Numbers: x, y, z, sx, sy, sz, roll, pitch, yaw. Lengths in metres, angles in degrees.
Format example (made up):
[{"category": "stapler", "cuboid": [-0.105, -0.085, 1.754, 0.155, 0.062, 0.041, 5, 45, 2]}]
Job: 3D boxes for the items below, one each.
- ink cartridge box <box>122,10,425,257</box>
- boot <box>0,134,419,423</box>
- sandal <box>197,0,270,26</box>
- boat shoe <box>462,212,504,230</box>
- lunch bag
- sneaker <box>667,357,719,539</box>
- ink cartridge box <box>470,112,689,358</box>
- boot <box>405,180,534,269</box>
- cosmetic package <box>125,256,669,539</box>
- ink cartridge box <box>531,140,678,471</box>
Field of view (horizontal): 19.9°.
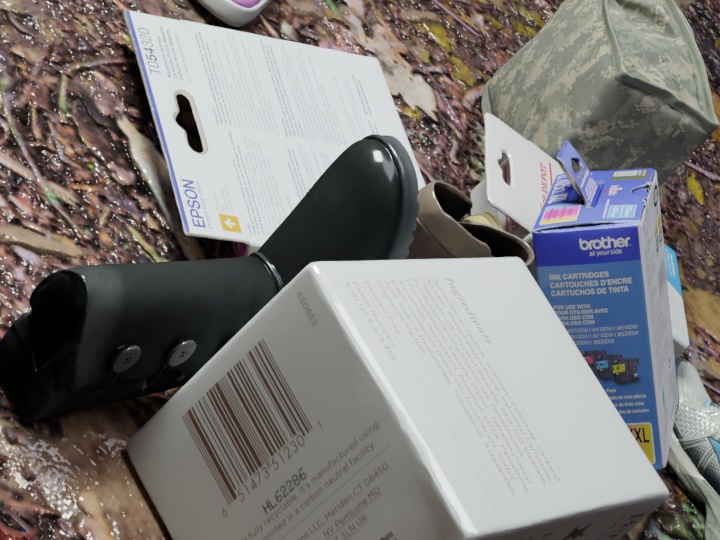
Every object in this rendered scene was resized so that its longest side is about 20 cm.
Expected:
[{"category": "ink cartridge box", "cuboid": [-0.053, -0.073, 1.328, 0.198, 0.043, 0.198, 7, 47, -30]}, {"category": "boot", "cuboid": [-0.078, 0.001, 1.074, 0.199, 0.166, 0.066, -2, 39, -42]}, {"category": "sandal", "cuboid": [-0.075, -0.240, 1.503, 0.082, 0.050, 0.203, 37, 31, -18]}, {"category": "boat shoe", "cuboid": [0.077, 0.056, 1.344, 0.067, 0.072, 0.202, -7, 61, -16]}, {"category": "lunch bag", "cuboid": [0.180, -0.139, 1.604, 0.117, 0.164, 0.201, 25, 36, -24]}, {"category": "sneaker", "cuboid": [0.278, 0.140, 1.476, 0.077, 0.086, 0.201, 12, 45, -47]}, {"category": "ink cartridge box", "cuboid": [0.144, -0.012, 1.501, 0.199, 0.067, 0.116, 35, 32, -22]}, {"category": "boot", "cuboid": [0.000, 0.000, 1.215, 0.199, 0.146, 0.071, 19, 41, -40]}, {"category": "cosmetic package", "cuboid": [0.021, 0.106, 1.094, 0.199, 0.167, 0.167, -3, 55, -53]}, {"category": "ink cartridge box", "cuboid": [0.163, 0.016, 1.364, 0.137, 0.076, 0.202, -54, 140, -69]}]
